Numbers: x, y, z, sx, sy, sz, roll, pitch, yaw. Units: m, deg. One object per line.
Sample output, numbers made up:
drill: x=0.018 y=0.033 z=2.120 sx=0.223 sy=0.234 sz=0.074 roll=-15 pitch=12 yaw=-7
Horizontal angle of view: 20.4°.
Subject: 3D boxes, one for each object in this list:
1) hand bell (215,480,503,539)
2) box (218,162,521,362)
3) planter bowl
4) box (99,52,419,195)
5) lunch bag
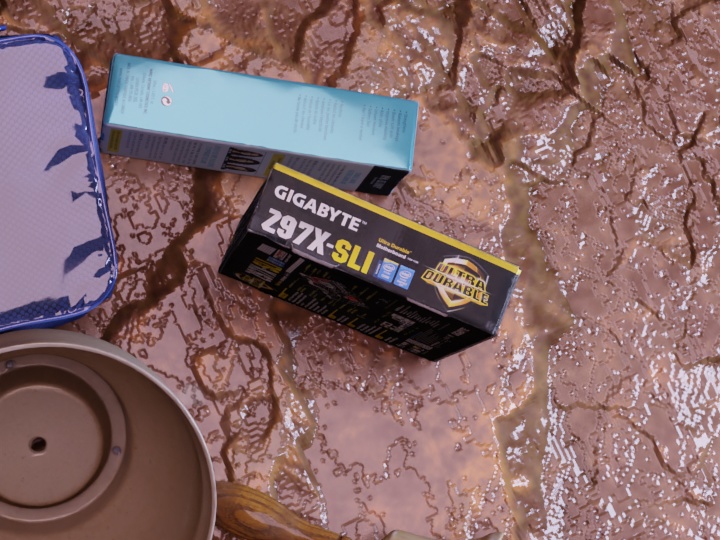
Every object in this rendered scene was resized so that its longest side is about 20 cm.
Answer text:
hand bell: x=-0.019 y=0.179 z=1.285 sx=0.199 sy=0.104 sz=0.104 roll=22 pitch=78 yaw=8
box: x=0.000 y=0.000 z=1.243 sx=0.159 sy=0.200 sz=0.050 roll=24 pitch=80 yaw=-4
planter bowl: x=-0.194 y=0.122 z=1.211 sx=0.199 sy=0.135 sz=0.201 roll=-3 pitch=104 yaw=-11
box: x=-0.068 y=-0.094 z=1.306 sx=0.199 sy=0.082 sz=0.049 roll=8 pitch=79 yaw=-8
lunch bag: x=-0.232 y=-0.058 z=1.248 sx=0.135 sy=0.132 sz=0.201 roll=-9 pitch=92 yaw=-12
